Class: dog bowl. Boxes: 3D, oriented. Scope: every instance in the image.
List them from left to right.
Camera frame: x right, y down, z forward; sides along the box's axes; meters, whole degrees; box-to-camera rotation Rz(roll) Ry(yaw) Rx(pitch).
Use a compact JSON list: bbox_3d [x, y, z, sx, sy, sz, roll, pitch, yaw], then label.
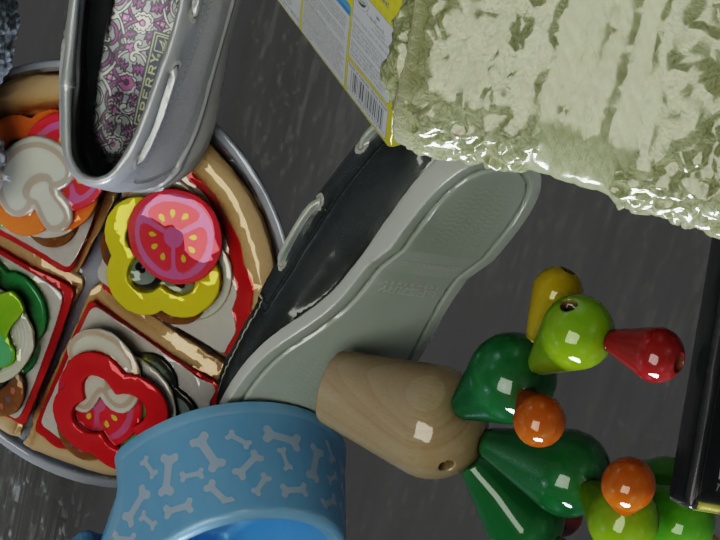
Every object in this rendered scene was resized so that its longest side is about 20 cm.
[{"bbox_3d":[-0.086,0.133,0.866,0.200,0.111,0.050,-38,49,27],"label":"dog bowl"}]

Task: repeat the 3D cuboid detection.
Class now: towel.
[{"bbox_3d":[0.096,-0.116,0.610,0.147,0.036,0.201,17,104,8],"label":"towel"}]

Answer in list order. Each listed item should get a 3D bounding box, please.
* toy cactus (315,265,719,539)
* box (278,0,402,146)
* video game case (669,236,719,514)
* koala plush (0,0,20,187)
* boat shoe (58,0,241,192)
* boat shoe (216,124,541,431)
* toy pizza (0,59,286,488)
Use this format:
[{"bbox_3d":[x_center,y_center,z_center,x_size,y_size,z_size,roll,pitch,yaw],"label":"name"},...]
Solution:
[{"bbox_3d":[0.064,0.062,0.777,0.164,0.103,0.200,18,156,21],"label":"toy cactus"},{"bbox_3d":[0.012,-0.159,0.706,0.118,0.048,0.201,55,152,38],"label":"box"},{"bbox_3d":[0.211,-0.003,0.686,0.179,0.025,0.202,10,89,-7],"label":"video game case"},{"bbox_3d":[-0.235,-0.114,0.837,0.198,0.184,0.179,7,96,-2],"label":"koala plush"},{"bbox_3d":[-0.085,-0.129,0.799,0.072,0.068,0.201,20,103,14],"label":"boat shoe"},{"bbox_3d":[0.000,0.000,0.823,0.200,0.075,0.061,-45,48,29],"label":"boat shoe"},{"bbox_3d":[-0.124,0.007,0.886,0.199,0.032,0.202,7,109,19],"label":"toy pizza"}]
